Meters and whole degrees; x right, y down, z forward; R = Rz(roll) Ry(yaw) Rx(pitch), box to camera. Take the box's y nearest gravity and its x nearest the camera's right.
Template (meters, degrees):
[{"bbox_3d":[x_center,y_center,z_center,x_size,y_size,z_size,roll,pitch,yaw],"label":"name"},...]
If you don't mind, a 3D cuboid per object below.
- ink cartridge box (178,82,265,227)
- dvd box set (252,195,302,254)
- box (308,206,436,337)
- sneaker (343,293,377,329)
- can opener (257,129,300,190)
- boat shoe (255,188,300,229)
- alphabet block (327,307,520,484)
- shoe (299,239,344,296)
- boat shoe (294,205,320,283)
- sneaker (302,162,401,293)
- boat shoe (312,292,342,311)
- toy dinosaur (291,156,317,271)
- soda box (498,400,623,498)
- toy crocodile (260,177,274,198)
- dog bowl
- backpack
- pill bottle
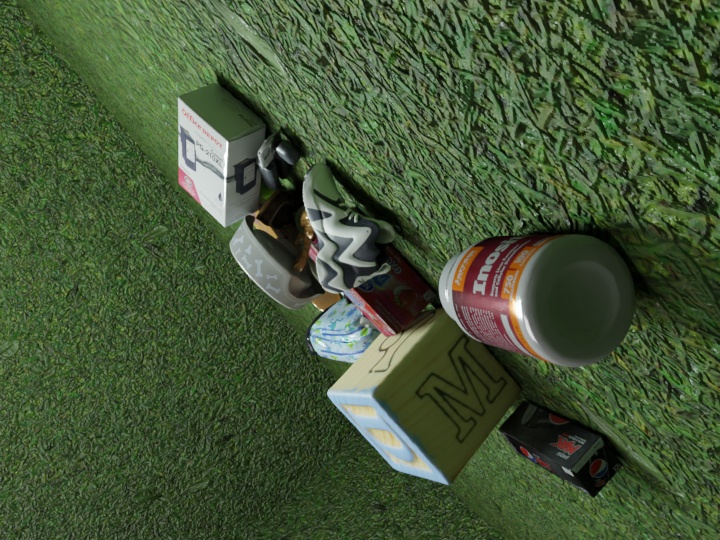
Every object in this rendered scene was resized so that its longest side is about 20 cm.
[{"bbox_3d":[-0.247,-0.202,1.226,0.145,0.084,0.200,41,142,22],"label":"ink cartridge box"},{"bbox_3d":[-0.163,-0.078,1.439,0.200,0.029,0.146,55,-164,0],"label":"dvd box set"},{"bbox_3d":[0.016,0.006,1.136,0.200,0.095,0.100,47,169,1],"label":"box"},{"bbox_3d":[0.046,0.087,1.308,0.200,0.090,0.066,43,168,17],"label":"sneaker"},{"bbox_3d":[-0.135,-0.175,1.171,0.067,0.053,0.200,37,170,5],"label":"can opener"},{"bbox_3d":[-0.145,-0.111,1.326,0.070,0.070,0.200,39,-170,-3],"label":"boat shoe"},{"bbox_3d":[0.101,0.200,1.147,0.196,0.200,0.195,50,157,-12],"label":"alphabet block"},{"bbox_3d":[-0.070,-0.017,1.414,0.200,0.071,0.091,50,165,-30],"label":"shoe"},{"bbox_3d":[-0.062,-0.038,1.253,0.062,0.075,0.200,54,-174,-50],"label":"boat shoe"},{"bbox_3d":[-0.006,-0.074,1.029,0.079,0.129,0.199,32,-132,-65],"label":"sneaker"},{"bbox_3d":[-0.103,0.036,1.701,0.200,0.070,0.070,46,-173,27],"label":"boat shoe"},{"bbox_3d":[-0.079,-0.096,1.185,0.060,0.200,0.106,6,-164,-1],"label":"toy dinosaur"},{"bbox_3d":[0.297,0.265,1.059,0.063,0.071,0.200,49,168,-17],"label":"soda box"},{"bbox_3d":[-0.228,-0.209,1.350,0.200,0.068,0.062,39,165,33],"label":"toy crocodile"},{"bbox_3d":[-0.154,-0.010,1.265,0.200,0.059,0.200,44,-172,-8],"label":"dog bowl"},{"bbox_3d":[-0.010,0.125,1.489,0.200,0.163,0.154,24,141,46],"label":"backpack"},{"bbox_3d":[0.154,0.022,0.669,0.113,0.113,0.200,50,167,-13],"label":"pill bottle"}]
